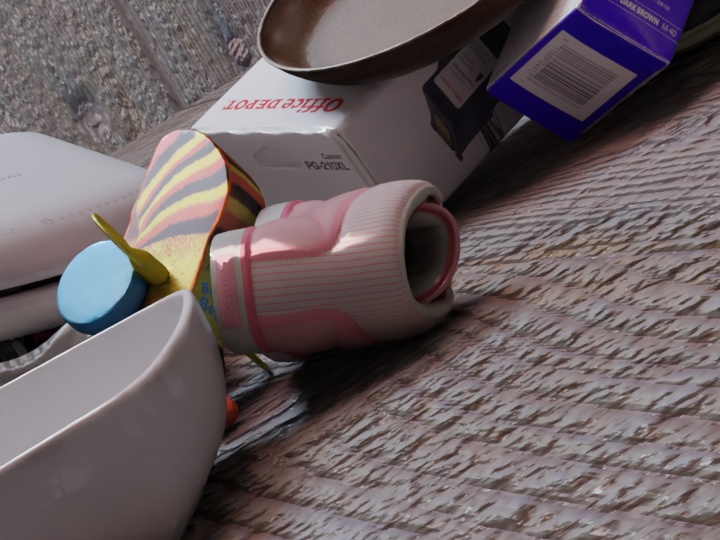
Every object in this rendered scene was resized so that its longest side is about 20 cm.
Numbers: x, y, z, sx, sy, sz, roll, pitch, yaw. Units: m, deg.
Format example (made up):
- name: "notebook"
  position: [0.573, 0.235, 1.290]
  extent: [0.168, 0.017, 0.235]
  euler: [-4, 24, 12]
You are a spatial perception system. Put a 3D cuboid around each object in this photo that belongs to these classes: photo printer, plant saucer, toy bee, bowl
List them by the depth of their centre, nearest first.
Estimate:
- name: "bowl"
  position: [-0.141, 0.097, 1.021]
  extent: [0.200, 0.075, 0.200]
  euler: [-29, 8, 9]
- name: "toy bee"
  position: [-0.088, 0.034, 1.170]
  extent: [0.109, 0.200, 0.131]
  euler: [15, 2, 40]
- name: "plant saucer"
  position: [0.036, -0.162, 1.354]
  extent: [0.200, 0.032, 0.200]
  euler: [-26, 29, 15]
- name: "photo printer"
  position: [-0.201, -0.018, 1.356]
  extent: [0.166, 0.070, 0.200]
  euler: [-18, 22, -30]

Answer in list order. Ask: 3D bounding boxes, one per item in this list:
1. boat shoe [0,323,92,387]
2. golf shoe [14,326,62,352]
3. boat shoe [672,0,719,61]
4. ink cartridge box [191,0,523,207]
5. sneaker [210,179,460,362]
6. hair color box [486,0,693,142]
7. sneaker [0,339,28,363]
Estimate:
- name: "boat shoe"
  position: [-0.163, 0.077, 1.257]
  extent: [0.202, 0.074, 0.065]
  euler: [-34, -28, -4]
- name: "golf shoe"
  position: [-0.157, 0.034, 1.450]
  extent: [0.200, 0.073, 0.092]
  euler: [-8, 18, 44]
- name: "boat shoe"
  position: [0.200, -0.176, 1.439]
  extent: [0.073, 0.065, 0.200]
  euler: [-19, 15, 44]
- name: "ink cartridge box"
  position: [0.023, -0.112, 1.416]
  extent: [0.200, 0.084, 0.145]
  euler: [-47, 28, -26]
- name: "sneaker"
  position: [0.000, 0.000, 1.132]
  extent: [0.105, 0.075, 0.200]
  euler: [-10, 1, 9]
- name: "hair color box"
  position: [0.147, -0.180, 1.336]
  extent: [0.109, 0.065, 0.200]
  euler: [-40, 25, 59]
- name: "sneaker"
  position: [-0.262, 0.101, 1.307]
  extent: [0.200, 0.079, 0.095]
  euler: [-37, -19, 7]
